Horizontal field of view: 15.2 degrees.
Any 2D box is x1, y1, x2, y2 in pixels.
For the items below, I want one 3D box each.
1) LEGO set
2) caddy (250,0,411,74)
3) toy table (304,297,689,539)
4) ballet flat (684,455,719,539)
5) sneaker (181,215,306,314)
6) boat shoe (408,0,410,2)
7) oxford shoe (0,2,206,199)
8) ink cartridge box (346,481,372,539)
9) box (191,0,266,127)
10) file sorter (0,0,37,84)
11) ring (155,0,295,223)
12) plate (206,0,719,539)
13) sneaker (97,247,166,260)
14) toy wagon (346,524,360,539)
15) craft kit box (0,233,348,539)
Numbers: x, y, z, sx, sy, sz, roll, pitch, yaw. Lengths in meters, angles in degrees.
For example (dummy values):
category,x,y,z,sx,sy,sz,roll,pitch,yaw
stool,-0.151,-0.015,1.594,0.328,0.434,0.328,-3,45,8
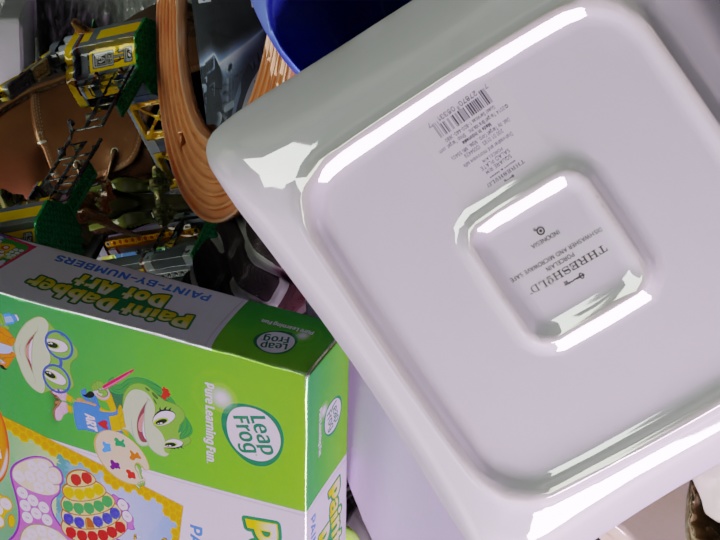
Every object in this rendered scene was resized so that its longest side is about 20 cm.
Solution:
category,x,y,z,sx,sy,sz,roll,pitch,yaw
LEGO set,-0.143,-0.013,1.223,0.116,0.200,0.154,-9,135,26
caddy,0.052,-0.123,0.972,0.200,0.105,0.141,1,106,29
toy table,0.065,0.038,1.061,0.184,0.117,0.200,-5,95,61
ballet flat,0.147,0.018,0.961,0.067,0.062,0.200,26,121,54
sneaker,0.000,0.000,1.145,0.200,0.115,0.076,-59,23,21
boat shoe,0.039,-0.182,1.080,0.066,0.072,0.201,-144,54,-61
oxford shoe,-0.140,-0.055,1.338,0.071,0.200,0.071,40,166,44
ink cartridge box,0.006,0.135,1.235,0.200,0.084,0.146,56,144,35
box,-0.022,-0.103,1.249,0.160,0.044,0.200,5,103,61
file sorter,-0.247,-0.054,1.539,0.139,0.124,0.200,-102,11,-76
ring,-0.049,-0.119,1.128,0.200,0.019,0.201,-178,90,-70
plate,0.070,-0.009,0.930,0.200,0.032,0.200,-32,96,24
sneaker,-0.079,0.010,1.344,0.105,0.076,0.200,134,128,-60
toy wagon,-0.056,0.149,1.221,0.155,0.040,0.200,35,129,53
craft kit box,-0.101,0.091,1.115,0.197,0.049,0.200,12,123,18
